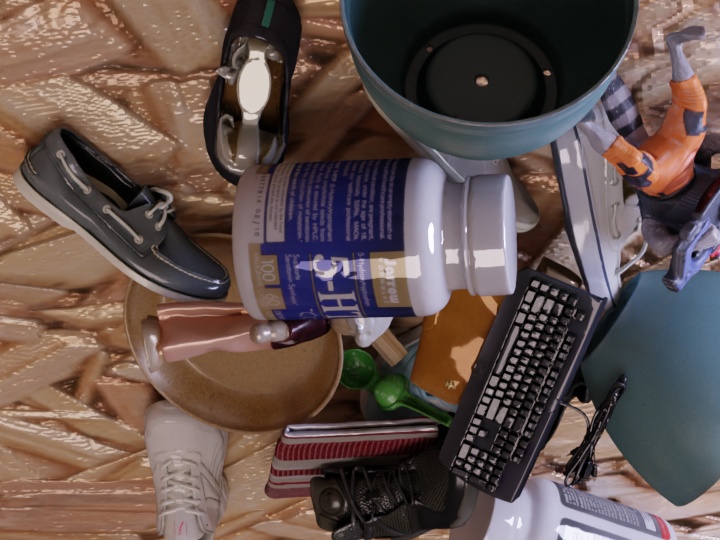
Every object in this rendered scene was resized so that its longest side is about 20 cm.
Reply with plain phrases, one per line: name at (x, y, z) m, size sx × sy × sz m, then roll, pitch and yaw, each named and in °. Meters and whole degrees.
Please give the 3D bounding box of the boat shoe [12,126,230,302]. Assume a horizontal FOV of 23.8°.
boat shoe at (-0.182, -0.043, 1.379) m, size 0.200 × 0.073 × 0.062 m, roll 34°, pitch 113°, yaw -10°

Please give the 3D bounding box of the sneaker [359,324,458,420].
sneaker at (0.066, 0.096, 1.509) m, size 0.074 × 0.082 × 0.200 m, roll 28°, pitch 129°, yaw -22°

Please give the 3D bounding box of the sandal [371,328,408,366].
sandal at (-0.003, -0.003, 1.442) m, size 0.070 × 0.078 × 0.212 m, roll -42°, pitch 134°, yaw -2°

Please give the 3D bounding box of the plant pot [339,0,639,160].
plant pot at (0.086, -0.158, 1.200) m, size 0.200 × 0.200 × 0.134 m, roll 1°, pitch 156°, yaw 1°

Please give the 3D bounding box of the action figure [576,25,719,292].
action figure at (0.249, -0.094, 1.294) m, size 0.105 × 0.200 × 0.194 m, roll 18°, pitch 146°, yaw 46°

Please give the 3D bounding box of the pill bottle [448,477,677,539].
pill bottle at (0.195, 0.266, 1.648) m, size 0.200 × 0.116 × 0.116 m, roll 20°, pitch 132°, yaw -16°

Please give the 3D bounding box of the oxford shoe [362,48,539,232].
oxford shoe at (0.084, -0.100, 1.326) m, size 0.058 × 0.075 × 0.200 m, roll -37°, pitch 122°, yaw 18°

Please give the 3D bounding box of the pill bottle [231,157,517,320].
pill bottle at (0.013, -0.024, 1.280) m, size 0.200 × 0.120 × 0.120 m, roll -2°, pitch 134°, yaw 11°

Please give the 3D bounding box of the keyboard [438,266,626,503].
keyboard at (0.150, 0.104, 1.379) m, size 0.127 × 0.021 × 0.200 m, roll 22°, pitch 115°, yaw 4°

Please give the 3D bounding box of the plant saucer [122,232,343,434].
plant saucer at (-0.106, 0.049, 1.471) m, size 0.200 × 0.035 × 0.200 m, roll 8°, pitch 121°, yaw 14°

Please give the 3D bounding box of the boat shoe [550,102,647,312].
boat shoe at (0.207, -0.054, 1.373) m, size 0.086 × 0.075 × 0.202 m, roll -14°, pitch 126°, yaw 3°

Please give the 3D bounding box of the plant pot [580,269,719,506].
plant pot at (0.263, 0.076, 1.424) m, size 0.135 × 0.200 × 0.200 m, roll 34°, pitch 130°, yaw 0°

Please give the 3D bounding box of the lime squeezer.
lime squeezer at (0.011, 0.090, 1.492) m, size 0.200 × 0.038 × 0.071 m, roll 32°, pitch 155°, yaw 26°

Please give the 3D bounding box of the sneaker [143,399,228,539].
sneaker at (-0.163, 0.206, 1.613) m, size 0.078 × 0.099 × 0.200 m, roll -3°, pitch 134°, yaw 6°

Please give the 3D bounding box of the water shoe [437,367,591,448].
water shoe at (0.128, 0.135, 1.536) m, size 0.071 × 0.079 × 0.200 m, roll 8°, pitch 138°, yaw -35°

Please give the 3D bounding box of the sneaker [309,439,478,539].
sneaker at (0.027, 0.201, 1.518) m, size 0.114 × 0.076 × 0.199 m, roll -2°, pitch 164°, yaw -26°

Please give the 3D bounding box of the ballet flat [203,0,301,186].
ballet flat at (-0.086, -0.123, 1.311) m, size 0.073 × 0.073 × 0.200 m, roll 8°, pitch 135°, yaw -5°

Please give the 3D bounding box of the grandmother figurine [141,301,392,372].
grandmother figurine at (-0.071, 0.043, 1.363) m, size 0.200 × 0.121 × 0.061 m, roll -9°, pitch 101°, yaw -2°

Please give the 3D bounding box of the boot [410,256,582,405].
boot at (0.069, 0.029, 1.402) m, size 0.201 × 0.071 × 0.144 m, roll 27°, pitch 108°, yaw -2°

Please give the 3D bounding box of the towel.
towel at (-0.010, 0.170, 1.564) m, size 0.144 × 0.023 × 0.200 m, roll -3°, pitch 158°, yaw -9°
